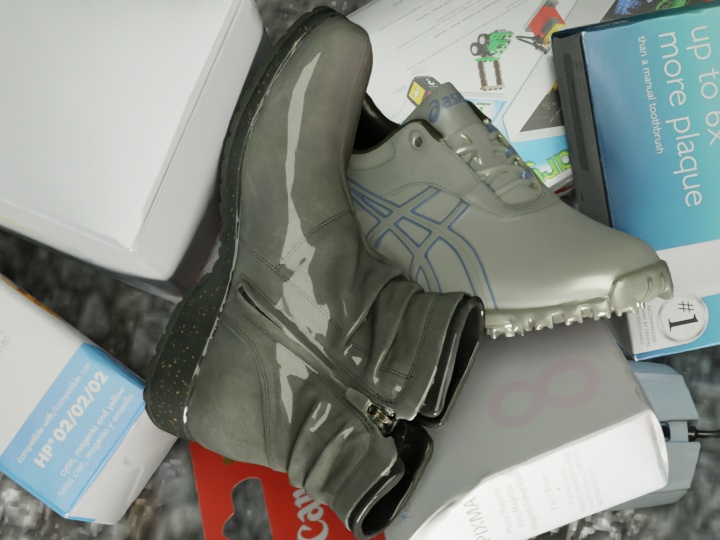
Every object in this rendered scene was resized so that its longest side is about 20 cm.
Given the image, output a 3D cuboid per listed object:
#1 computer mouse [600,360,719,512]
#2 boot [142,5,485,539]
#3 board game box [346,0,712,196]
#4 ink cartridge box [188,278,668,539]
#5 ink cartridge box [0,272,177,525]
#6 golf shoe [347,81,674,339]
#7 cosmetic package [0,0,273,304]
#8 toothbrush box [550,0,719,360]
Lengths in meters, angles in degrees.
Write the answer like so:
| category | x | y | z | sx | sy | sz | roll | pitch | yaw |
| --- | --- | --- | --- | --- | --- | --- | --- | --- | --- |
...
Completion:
| category | x | y | z | sx | sy | sz | roll | pitch | yaw |
| --- | --- | --- | --- | --- | --- | --- | --- | --- | --- |
| computer mouse | 0.121 | 0.079 | 0.808 | 0.198 | 0.044 | 0.111 | -5 | 81 | 3 |
| boot | 0.000 | 0.000 | 0.719 | 0.130 | 0.068 | 0.202 | 19 | 89 | 30 |
| board game box | 0.092 | -0.108 | 0.844 | 0.199 | 0.035 | 0.127 | -30 | 81 | -1 |
| ink cartridge box | 0.018 | 0.068 | 0.763 | 0.198 | 0.163 | 0.057 | -18 | 121 | -2 |
| ink cartridge box | -0.182 | 0.031 | 0.798 | 0.199 | 0.115 | 0.068 | 35 | 83 | 8 |
| golf shoe | 0.045 | -0.030 | 0.746 | 0.199 | 0.078 | 0.098 | 12 | 110 | 42 |
| cosmetic package | -0.147 | -0.081 | 0.772 | 0.198 | 0.200 | 0.124 | 22 | 83 | 7 |
| toothbrush box | 0.199 | -0.054 | 0.781 | 0.198 | 0.085 | 0.148 | -10 | 98 | -3 |
